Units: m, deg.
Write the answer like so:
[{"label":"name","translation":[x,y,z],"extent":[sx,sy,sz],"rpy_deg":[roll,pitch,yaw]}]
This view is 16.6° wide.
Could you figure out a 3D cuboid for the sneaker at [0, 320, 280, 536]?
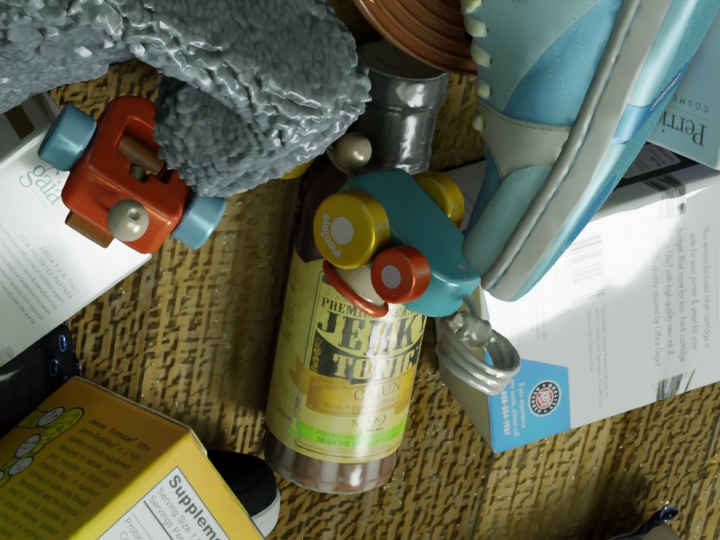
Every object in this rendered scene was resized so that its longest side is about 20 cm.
[{"label":"sneaker","translation":[-0.113,0.066,1.047],"extent":[0.200,0.073,0.112],"rpy_deg":[-2,109,-35]}]

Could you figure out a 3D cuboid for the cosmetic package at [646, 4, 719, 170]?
[{"label":"cosmetic package","translation":[0.137,-0.149,0.924],"extent":[0.071,0.101,0.200],"rpy_deg":[-10,113,-35]}]

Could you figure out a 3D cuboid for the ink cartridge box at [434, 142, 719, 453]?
[{"label":"ink cartridge box","translation":[0.134,-0.007,1.120],"extent":[0.200,0.067,0.116],"rpy_deg":[-17,126,-15]}]

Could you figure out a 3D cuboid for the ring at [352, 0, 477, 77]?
[{"label":"ring","translation":[0.060,-0.171,0.930],"extent":[0.200,0.019,0.200],"rpy_deg":[-18,119,-35]}]

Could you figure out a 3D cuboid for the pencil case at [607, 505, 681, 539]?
[{"label":"pencil case","translation":[0.081,0.188,1.213],"extent":[0.200,0.078,0.089],"rpy_deg":[-22,148,-11]}]

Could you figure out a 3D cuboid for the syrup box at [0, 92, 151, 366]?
[{"label":"syrup box","translation":[-0.190,0.007,0.964],"extent":[0.200,0.081,0.079],"rpy_deg":[-37,130,-2]}]

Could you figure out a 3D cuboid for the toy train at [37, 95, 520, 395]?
[{"label":"toy train","translation":[-0.034,-0.014,0.948],"extent":[0.200,0.150,0.056],"rpy_deg":[29,123,-16]}]

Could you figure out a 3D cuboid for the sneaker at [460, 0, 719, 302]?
[{"label":"sneaker","translation":[0.053,-0.094,0.886],"extent":[0.131,0.080,0.200],"rpy_deg":[31,119,9]}]

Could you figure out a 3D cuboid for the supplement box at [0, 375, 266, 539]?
[{"label":"supplement box","translation":[-0.134,0.152,0.951],"extent":[0.200,0.110,0.109],"rpy_deg":[-42,118,-18]}]

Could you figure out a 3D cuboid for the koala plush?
[{"label":"koala plush","translation":[-0.120,-0.113,0.830],"extent":[0.184,0.177,0.200],"rpy_deg":[20,153,-33]}]

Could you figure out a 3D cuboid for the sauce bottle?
[{"label":"sauce bottle","translation":[0.000,0.000,1.062],"extent":[0.065,0.065,0.200],"rpy_deg":[-4,120,-23]}]
